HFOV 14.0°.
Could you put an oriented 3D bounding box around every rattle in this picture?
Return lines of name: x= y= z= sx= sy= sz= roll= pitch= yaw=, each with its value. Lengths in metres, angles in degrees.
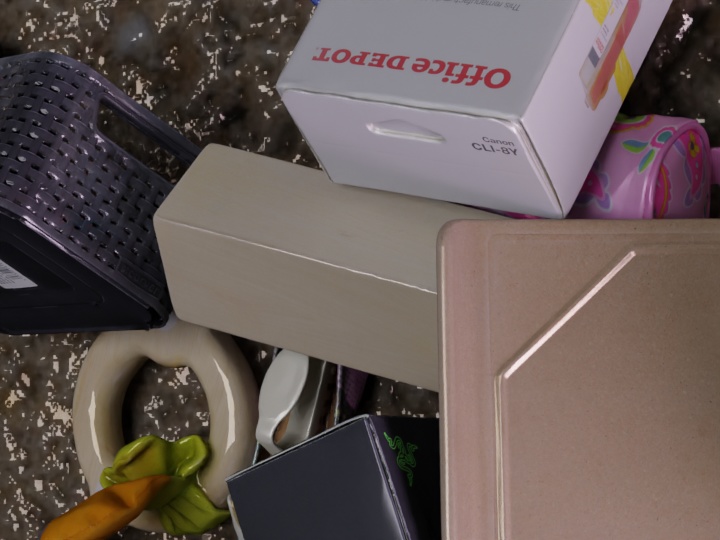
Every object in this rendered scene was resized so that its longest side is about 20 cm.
rattle: x=-0.135 y=0.047 z=1.611 sx=0.130 sy=0.142 sz=0.201 roll=7 pitch=96 yaw=51

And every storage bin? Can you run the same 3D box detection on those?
storage bin: x=-0.184 y=-0.038 z=1.603 sx=0.200 sy=0.135 sz=0.094 roll=-3 pitch=57 yaw=53

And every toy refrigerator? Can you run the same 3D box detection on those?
toy refrigerator: x=0.000 y=0.000 z=1.506 sx=0.199 sy=0.070 sz=0.076 roll=14 pitch=138 yaw=24

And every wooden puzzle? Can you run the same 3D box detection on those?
wooden puzzle: x=0.134 y=0.068 z=1.403 sx=0.199 sy=0.037 sz=0.186 roll=1 pitch=79 yaw=-8

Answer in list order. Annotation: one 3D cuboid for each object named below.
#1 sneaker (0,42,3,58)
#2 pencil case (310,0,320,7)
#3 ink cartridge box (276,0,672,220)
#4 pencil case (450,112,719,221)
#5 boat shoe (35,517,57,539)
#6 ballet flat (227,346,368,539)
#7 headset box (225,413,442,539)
sneaker: x=-0.295 y=-0.151 z=1.764 sx=0.199 sy=0.075 sz=0.079 roll=13 pitch=90 yaw=31
pencil case: x=-0.045 y=-0.206 z=1.601 sx=0.200 sy=0.078 sz=0.087 roll=37 pitch=77 yaw=29
ink cartridge box: x=0.067 y=-0.134 z=1.469 sx=0.145 sy=0.084 sz=0.201 roll=10 pitch=58 yaw=32
pencil case: x=0.088 y=-0.049 z=1.507 sx=0.199 sy=0.087 sz=0.088 roll=10 pitch=92 yaw=32
boat shoe: x=-0.170 y=0.207 z=1.590 sx=0.074 sy=0.200 sz=0.074 roll=-17 pitch=119 yaw=10
ballet flat: x=-0.036 y=0.101 z=1.578 sx=0.069 sy=0.071 sz=0.201 roll=9 pitch=92 yaw=31
headset box: x=0.037 y=0.167 z=1.451 sx=0.093 sy=0.200 sz=0.175 roll=-26 pitch=72 yaw=28
